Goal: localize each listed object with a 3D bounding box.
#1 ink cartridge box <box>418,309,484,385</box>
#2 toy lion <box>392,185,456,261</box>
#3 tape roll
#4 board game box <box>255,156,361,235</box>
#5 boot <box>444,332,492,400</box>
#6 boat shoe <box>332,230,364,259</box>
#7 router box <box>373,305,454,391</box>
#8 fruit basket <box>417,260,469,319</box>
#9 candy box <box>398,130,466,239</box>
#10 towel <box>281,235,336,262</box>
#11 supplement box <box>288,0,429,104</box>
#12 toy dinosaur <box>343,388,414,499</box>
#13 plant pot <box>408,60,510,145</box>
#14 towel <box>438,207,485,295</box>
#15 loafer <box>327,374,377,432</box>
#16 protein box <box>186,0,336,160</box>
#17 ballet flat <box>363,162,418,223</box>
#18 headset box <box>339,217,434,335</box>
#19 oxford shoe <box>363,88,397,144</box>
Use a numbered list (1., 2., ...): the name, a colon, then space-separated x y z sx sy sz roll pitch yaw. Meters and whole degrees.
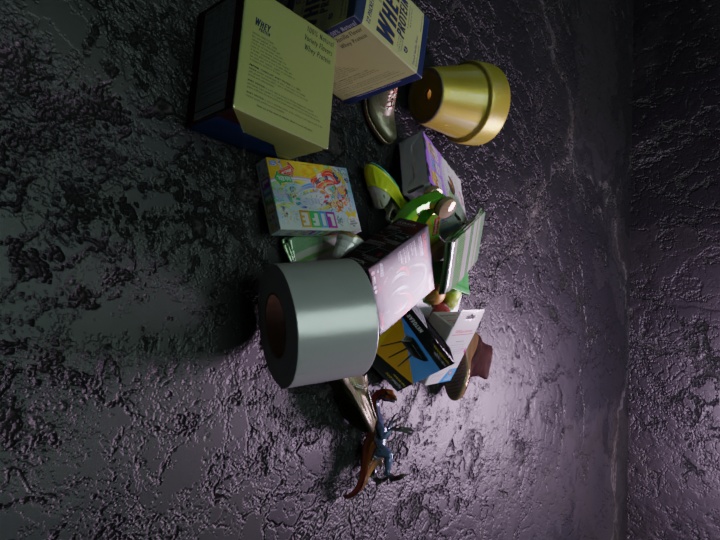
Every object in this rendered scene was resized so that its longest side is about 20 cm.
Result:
1. ink cartridge box: 0.198 0.161 1.280 0.115 0.068 0.201 4 115 -49
2. toy lion: 0.104 -0.065 1.186 0.191 0.069 0.201 -23 140 -24
3. tape roll: -0.076 0.083 0.911 0.139 0.202 0.204 -4 90 -27
4. board game box: -0.093 -0.133 1.028 0.199 0.034 0.135 -3 76 -46
5. boot: 0.297 0.262 1.449 0.166 0.072 0.201 35 59 -40
6. boat shoe: 0.000 0.000 1.082 0.200 0.071 0.070 46 65 -47
7. router box: 0.088 0.158 1.162 0.200 0.149 0.051 50 18 -34
8. fruit basket: 0.186 0.077 1.344 0.185 0.094 0.201 17 91 -47
9. candy box: 0.173 -0.197 1.296 0.200 0.071 0.168 40 38 -42
10. towel: -0.073 0.017 1.070 0.152 0.023 0.201 -25 105 -47
11. supplement box: -0.010 -0.447 1.049 0.199 0.199 0.135 22 70 -45
12. toy dinosaur: 0.039 0.346 1.144 0.199 0.105 0.182 -10 75 -37
13. plant pot: 0.228 -0.415 1.340 0.188 0.200 0.202 -3 89 -34
14. towel: 0.236 -0.045 1.275 0.200 0.023 0.153 -40 141 -47
15. loafer: -0.012 0.237 1.095 0.067 0.076 0.201 -41 117 -35
16. protein box: -0.160 -0.315 0.917 0.198 0.135 0.201 12 79 -47
17. ballet flat: 0.064 -0.151 1.221 0.200 0.067 0.067 45 65 -39
18. headset box: 0.062 0.003 1.040 0.200 0.075 0.149 -35 129 -37
19. oxford shoe: 0.049 -0.378 1.207 0.070 0.075 0.201 -36 115 -45
